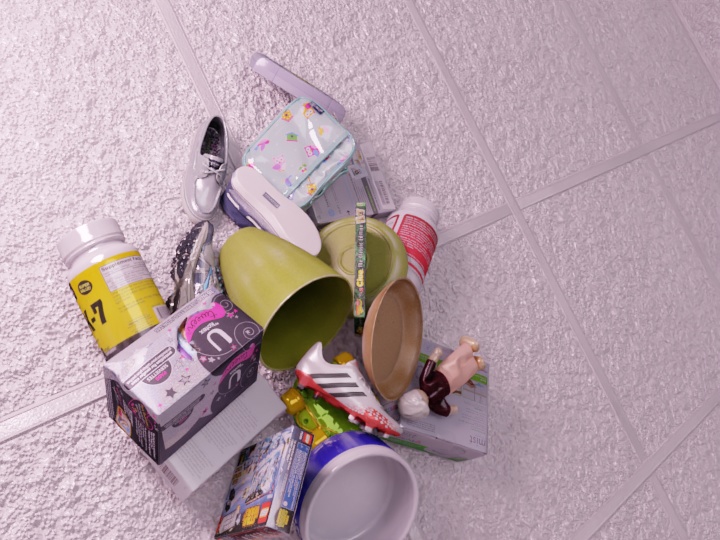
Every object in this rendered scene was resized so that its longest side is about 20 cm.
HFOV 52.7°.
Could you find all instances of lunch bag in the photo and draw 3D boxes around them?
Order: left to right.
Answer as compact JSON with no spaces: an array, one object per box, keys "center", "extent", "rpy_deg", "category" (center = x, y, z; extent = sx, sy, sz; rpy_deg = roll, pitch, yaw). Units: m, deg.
[{"center":[-0.108,-0.208,1.332],"extent":[0.160,0.077,0.201],"rpy_deg":[41,75,4],"category":"lunch bag"}]

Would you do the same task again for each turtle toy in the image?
[{"center":[-0.046,0.243,1.202],"extent":[0.144,0.101,0.202],"rpy_deg":[-30,86,-25],"category":"turtle toy"}]

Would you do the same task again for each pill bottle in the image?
[{"center":[-0.361,0.033,1.074],"extent":[0.113,0.114,0.203],"rpy_deg":[-25,84,-39],"category":"pill bottle"},{"center":[0.089,-0.043,1.418],"extent":[0.111,0.112,0.202],"rpy_deg":[35,54,-16],"category":"pill bottle"}]

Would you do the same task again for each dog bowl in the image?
[{"center":[-0.011,0.358,1.131],"extent":[0.196,0.079,0.205],"rpy_deg":[-8,107,-26],"category":"dog bowl"}]

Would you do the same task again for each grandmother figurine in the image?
[{"center":[0.139,0.197,1.262],"extent":[0.198,0.060,0.123],"rpy_deg":[-29,95,-37],"category":"grandmother figurine"}]

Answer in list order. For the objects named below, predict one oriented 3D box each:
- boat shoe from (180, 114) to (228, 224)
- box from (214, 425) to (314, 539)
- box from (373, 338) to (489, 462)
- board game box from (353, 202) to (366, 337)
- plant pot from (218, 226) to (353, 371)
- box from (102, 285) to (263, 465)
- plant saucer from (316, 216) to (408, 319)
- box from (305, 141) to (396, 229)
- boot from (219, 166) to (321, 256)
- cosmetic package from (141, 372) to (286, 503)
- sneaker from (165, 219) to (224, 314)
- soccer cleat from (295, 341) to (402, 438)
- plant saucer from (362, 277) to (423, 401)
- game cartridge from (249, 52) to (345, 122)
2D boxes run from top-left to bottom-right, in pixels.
[{"center":[-0.266,-0.180,1.261],"extent":[0.069,0.071,0.205],"rpy_deg":[14,62,-28],"category":"boat shoe"},{"center":[-0.141,0.314,1.045],"extent":[0.039,0.199,0.139],"rpy_deg":[27,57,-20],"category":"box"},{"center":[0.136,0.237,1.336],"extent":[0.197,0.096,0.180],"rpy_deg":[21,60,-26],"category":"box"},{"center":[0.000,0.000,1.235],"extent":[0.023,0.105,0.204],"rpy_deg":[-1,67,3],"category":"board game box"},{"center":[-0.143,0.026,1.186],"extent":[0.185,0.190,0.200],"rpy_deg":[-19,49,-38],"category":"plant pot"},{"center":[-0.243,0.144,1.021],"extent":[0.114,0.134,0.200],"rpy_deg":[34,49,17],"category":"box"},{"center":[-0.011,-0.013,1.316],"extent":[0.195,0.031,0.204],"rpy_deg":[-2,67,5],"category":"plant saucer"},{"center":[-0.038,-0.170,1.434],"extent":[0.197,0.041,0.159],"rpy_deg":[-13,77,-38],"category":"box"},{"center":[-0.158,-0.086,1.275],"extent":[0.200,0.090,0.073],"rpy_deg":[47,47,-2],"category":"boot"},{"center":[-0.218,0.239,1.100],"extent":[0.102,0.071,0.199],"rpy_deg":[48,51,5],"category":"cosmetic package"},{"center":[-0.263,0.019,1.184],"extent":[0.085,0.077,0.204],"rpy_deg":[23,66,-35],"category":"sneaker"},{"center":[-0.010,0.189,1.137],"extent":[0.198,0.069,0.086],"rpy_deg":[32,77,-4],"category":"soccer cleat"},{"center":[0.050,0.112,1.208],"extent":[0.199,0.035,0.205],"rpy_deg":[-18,110,-60],"category":"plant saucer"},{"center":[-0.121,-0.357,1.413],"extent":[0.197,0.041,0.134],"rpy_deg":[28,16,-22],"category":"game cartridge"}]
